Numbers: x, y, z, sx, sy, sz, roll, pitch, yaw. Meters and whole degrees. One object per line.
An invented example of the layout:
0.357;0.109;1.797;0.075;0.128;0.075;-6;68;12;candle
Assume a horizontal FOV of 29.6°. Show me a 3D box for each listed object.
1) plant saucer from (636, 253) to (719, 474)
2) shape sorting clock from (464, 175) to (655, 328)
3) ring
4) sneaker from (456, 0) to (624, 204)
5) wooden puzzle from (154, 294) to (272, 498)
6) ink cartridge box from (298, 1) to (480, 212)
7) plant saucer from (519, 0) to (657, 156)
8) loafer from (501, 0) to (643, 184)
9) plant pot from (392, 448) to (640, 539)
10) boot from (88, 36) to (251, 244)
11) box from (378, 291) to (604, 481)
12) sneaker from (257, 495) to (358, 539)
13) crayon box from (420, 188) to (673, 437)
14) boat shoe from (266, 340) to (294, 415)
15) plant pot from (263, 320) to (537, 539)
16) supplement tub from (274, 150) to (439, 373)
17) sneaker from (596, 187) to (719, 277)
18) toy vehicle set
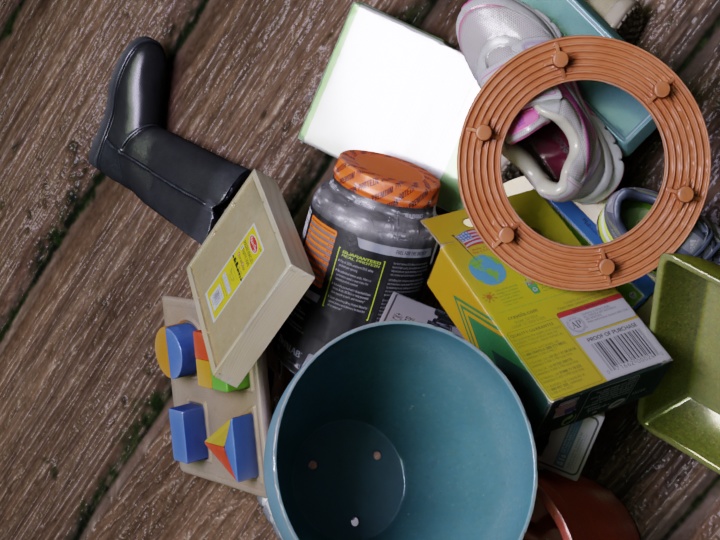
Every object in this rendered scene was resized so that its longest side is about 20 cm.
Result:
0.319;0.090;1.061;0.199;0.048;0.201;32;143;32;plant saucer
0.170;0.014;1.209;0.198;0.039;0.202;4;99;25;shape sorting clock
0.174;-0.084;1.071;0.199;0.019;0.202;0;92;6;ring
0.141;-0.141;1.124;0.081;0.088;0.201;-37;83;29;sneaker
-0.149;0.124;1.339;0.199;0.046;0.187;7;105;55;wooden puzzle
0.055;-0.151;1.307;0.199;0.048;0.146;27;102;13;ink cartridge box
0.181;-0.191;1.163;0.070;0.019;0.200;-44;80;9;plant saucer
0.171;-0.166;1.217;0.068;0.076;0.200;42;99;30;loafer
0.131;0.246;1.131;0.199;0.195;0.203;-3;84;33;plant pot
-0.193;-0.137;1.457;0.200;0.065;0.166;34;113;34;boot
0.101;0.094;1.145;0.199;0.117;0.061;22;106;4;box
-0.021;0.242;1.321;0.115;0.075;0.200;-34;52;0;sneaker
0.143;0.029;1.109;0.201;0.126;0.051;57;148;31;crayon box
-0.099;0.086;1.371;0.072;0.072;0.202;-21;75;31;boat shoe
0.012;0.149;1.008;0.135;0.198;0.202;145;117;-65;plant pot
0.000;0.000;1.257;0.122;0.122;0.201;30;112;32;supplement tub
0.278;-0.006;1.106;0.199;0.081;0.074;28;90;18;sneaker
-0.105;0.002;1.248;0.125;0.026;0.200;-53;27;16;toy vehicle set
